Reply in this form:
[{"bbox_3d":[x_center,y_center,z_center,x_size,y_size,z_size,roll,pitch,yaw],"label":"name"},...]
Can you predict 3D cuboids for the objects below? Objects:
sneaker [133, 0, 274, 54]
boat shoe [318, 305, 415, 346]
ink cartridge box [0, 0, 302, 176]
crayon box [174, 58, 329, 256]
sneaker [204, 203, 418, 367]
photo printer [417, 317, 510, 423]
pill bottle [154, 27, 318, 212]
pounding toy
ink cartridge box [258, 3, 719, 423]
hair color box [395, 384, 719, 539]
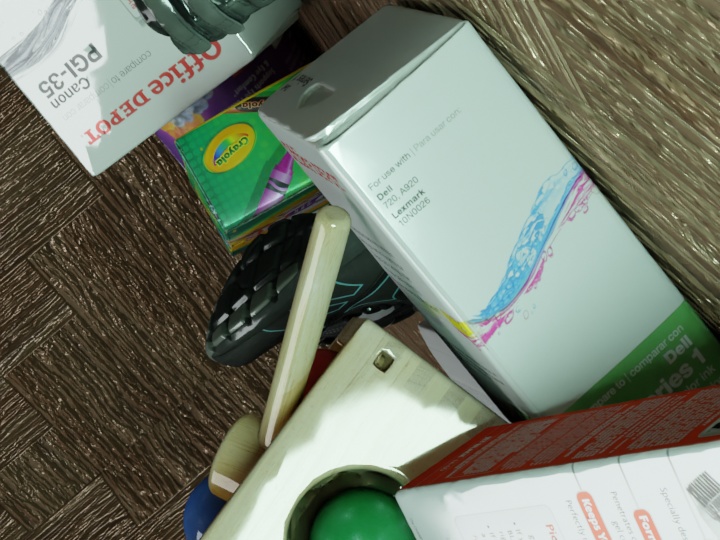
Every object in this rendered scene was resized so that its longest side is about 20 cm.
[{"bbox_3d":[-0.042,-0.128,0.848,0.071,0.099,0.200,53,174,-18],"label":"sneaker"},{"bbox_3d":[0.011,0.004,1.190,0.070,0.066,0.200,53,-155,1],"label":"boat shoe"},{"bbox_3d":[-0.153,-0.177,1.185,0.200,0.146,0.083,51,-148,-11],"label":"ink cartridge box"},{"bbox_3d":[-0.036,-0.066,1.155,0.058,0.119,0.200,60,177,2],"label":"crayon box"},{"bbox_3d":[0.000,0.000,1.046,0.079,0.200,0.076,37,-144,-23],"label":"sneaker"},{"bbox_3d":[0.115,0.076,1.215,0.167,0.069,0.200,51,175,-6],"label":"photo printer"},{"bbox_3d":[-0.063,-0.090,1.339,0.200,0.111,0.111,51,176,-27],"label":"pill bottle"},{"bbox_3d":[-0.014,0.089,0.933,0.142,0.184,0.200,37,178,-1],"label":"pounding toy"},{"bbox_3d":[0.057,-0.014,0.907,0.200,0.084,0.145,50,176,-16],"label":"ink cartridge box"},{"bbox_3d":[0.114,0.108,0.781,0.200,0.064,0.111,-16,103,53],"label":"hair color box"}]
